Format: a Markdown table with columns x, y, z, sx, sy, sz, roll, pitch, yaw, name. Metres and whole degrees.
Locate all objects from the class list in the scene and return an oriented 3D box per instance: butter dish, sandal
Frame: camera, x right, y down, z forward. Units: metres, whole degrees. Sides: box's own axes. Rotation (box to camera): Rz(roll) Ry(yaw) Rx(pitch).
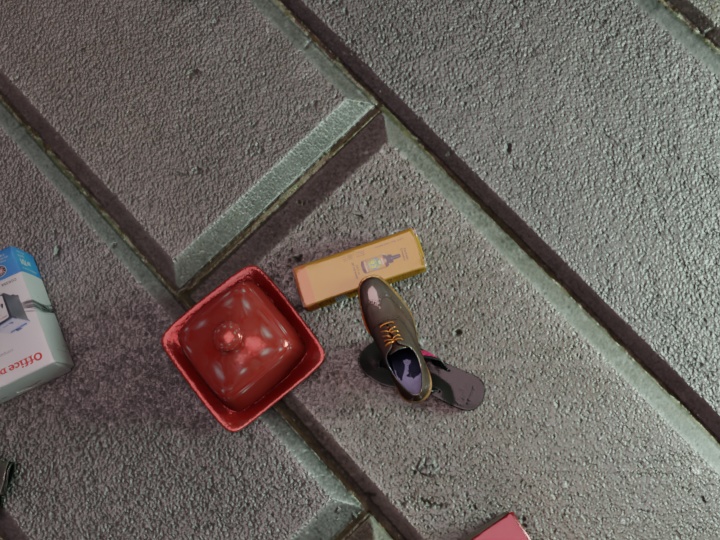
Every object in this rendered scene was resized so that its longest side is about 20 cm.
| x | y | z | sx | sy | sz | roll | pitch | yaw | name |
| --- | --- | --- | --- | --- | --- | --- | --- | --- | --- |
| -0.185 | 0.107 | 1.549 | 0.199 | 0.148 | 0.200 | -38 | 78 | -4 | butter dish |
| 0.093 | 0.152 | 1.568 | 0.199 | 0.045 | 0.076 | 19 | 81 | 8 | sandal |

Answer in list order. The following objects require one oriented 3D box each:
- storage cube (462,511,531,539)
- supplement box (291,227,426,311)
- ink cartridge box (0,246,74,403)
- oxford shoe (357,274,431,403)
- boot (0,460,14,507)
| x | y | z | sx | sy | sz | roll | pitch | yaw | name |
| --- | --- | --- | --- | --- | --- | --- | --- | --- | --- |
| 0.187 | 0.453 | 1.437 | 0.199 | 0.171 | 0.180 | -34 | 76 | -2 | storage cube |
| 0.000 | 0.000 | 1.597 | 0.198 | 0.069 | 0.067 | -18 | 79 | 3 | supplement box |
| -0.554 | 0.086 | 1.617 | 0.146 | 0.086 | 0.201 | -25 | 77 | -1 | ink cartridge box |
| 0.052 | 0.095 | 1.520 | 0.071 | 0.073 | 0.201 | -26 | 80 | 0 | oxford shoe |
| -0.586 | 0.282 | 1.596 | 0.130 | 0.068 | 0.202 | 15 | 88 | 5 | boot |
